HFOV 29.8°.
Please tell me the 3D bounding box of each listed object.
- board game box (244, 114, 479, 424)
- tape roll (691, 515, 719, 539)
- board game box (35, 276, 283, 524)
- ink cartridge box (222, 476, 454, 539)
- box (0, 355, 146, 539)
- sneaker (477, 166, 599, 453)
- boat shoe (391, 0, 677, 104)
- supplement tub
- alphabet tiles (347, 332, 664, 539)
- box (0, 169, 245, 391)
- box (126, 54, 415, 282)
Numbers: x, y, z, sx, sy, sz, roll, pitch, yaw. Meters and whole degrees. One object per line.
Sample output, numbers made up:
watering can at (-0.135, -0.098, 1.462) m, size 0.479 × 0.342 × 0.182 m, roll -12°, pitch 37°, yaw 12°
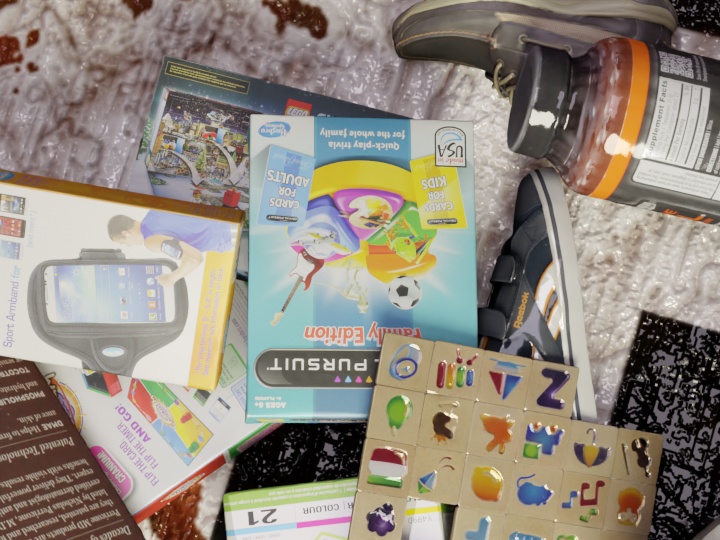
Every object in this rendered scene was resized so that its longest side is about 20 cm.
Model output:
board game box at (0.000, 0.000, 0.897) m, size 0.151 × 0.047 × 0.200 m, roll 1°, pitch 78°, yaw -6°
tape roll at (0.247, 0.172, 0.807) m, size 0.200 × 0.200 × 0.066 m, roll -41°, pitch 77°, yaw 1°
board game box at (-0.149, 0.081, 0.968) m, size 0.200 × 0.040 × 0.153 m, roll -34°, pitch 77°, yaw 2°
ink cartridge box at (-0.003, 0.240, 0.900) m, size 0.147 × 0.076 × 0.200 m, roll -8°, pitch 78°, yaw 8°
box at (-0.271, 0.180, 0.884) m, size 0.166 × 0.164 × 0.200 m, roll -43°, pitch 75°, yaw 24°
sneaker at (0.110, 0.031, 0.915) m, size 0.079 × 0.078 × 0.200 m, roll -6°, pitch 81°, yaw 3°
boat shoe at (0.120, -0.153, 0.946) m, size 0.200 × 0.074 × 0.073 m, roll 0°, pitch 81°, yaw 11°
supplement tub at (0.200, -0.090, 0.884) m, size 0.200 × 0.107 × 0.107 m, roll 13°, pitch 83°, yaw -4°
alphabet tiles at (0.095, 0.138, 0.864) m, size 0.200 × 0.008 × 0.168 m, roll 11°, pitch 86°, yaw -13°
box at (-0.183, 0.004, 0.896) m, size 0.200 × 0.041 × 0.119 m, roll 9°, pitch 105°, yaw -4°
box at (-0.057, -0.058, 0.947) m, size 0.200 × 0.038 × 0.137 m, roll 14°, pitch 76°, yaw -3°
